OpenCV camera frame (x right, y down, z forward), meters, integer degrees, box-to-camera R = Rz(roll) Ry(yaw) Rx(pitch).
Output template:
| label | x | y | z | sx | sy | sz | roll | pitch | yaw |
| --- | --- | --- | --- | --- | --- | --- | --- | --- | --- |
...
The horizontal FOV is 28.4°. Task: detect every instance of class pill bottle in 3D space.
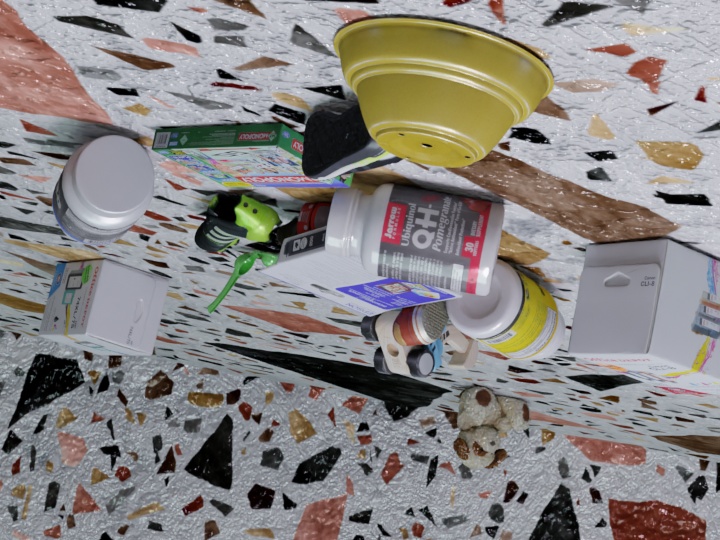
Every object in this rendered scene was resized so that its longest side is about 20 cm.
| label | x | y | z | sx | sy | sz | roll | pitch | yaw |
| --- | --- | --- | --- | --- | --- | --- | --- | --- | --- |
| pill bottle | 0.210 | 0.061 | 1.992 | 0.112 | 0.113 | 0.200 | 4 | 166 | 33 |
| pill bottle | 0.063 | -0.041 | 1.668 | 0.199 | 0.111 | 0.111 | 11 | 168 | 6 |
| pill bottle | -0.319 | -0.100 | 1.768 | 0.113 | 0.114 | 0.200 | 15 | 167 | -15 |

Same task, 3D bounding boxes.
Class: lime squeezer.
| label | x | y | z | sx | sy | sz | roll | pitch | yaw |
| --- | --- | --- | --- | --- | --- | --- | --- | --- | --- |
| lime squeezer | -0.152 | -0.002 | 2.198 | 0.199 | 0.071 | 0.038 | -20 | 145 | 6 |

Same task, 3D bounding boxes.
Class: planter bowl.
| label | x | y | z | sx | sy | sz | roll | pitch | yaw |
| --- | --- | --- | --- | --- | --- | --- | --- | --- | --- |
| planter bowl | 0.065 | -0.144 | 1.254 | 0.199 | 0.084 | 0.200 | 11 | 169 | 2 |

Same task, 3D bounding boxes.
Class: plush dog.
| label | x | y | z | sx | sy | sz | roll | pitch | yaw |
| --- | --- | --- | --- | --- | --- | --- | --- | --- | --- |
| plush dog | 0.263 | 0.357 | 3.180 | 0.199 | 0.173 | 0.160 | 21 | 166 | -40 |

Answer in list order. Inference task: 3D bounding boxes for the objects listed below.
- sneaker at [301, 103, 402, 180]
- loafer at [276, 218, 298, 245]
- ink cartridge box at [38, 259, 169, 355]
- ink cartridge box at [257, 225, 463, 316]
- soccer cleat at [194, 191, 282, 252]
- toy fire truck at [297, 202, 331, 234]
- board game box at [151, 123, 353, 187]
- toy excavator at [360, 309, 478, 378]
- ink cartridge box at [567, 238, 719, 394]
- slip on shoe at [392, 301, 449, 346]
| label | x | y | z | sx | sy | sz | roll | pitch | yaw |
| --- | --- | --- | --- | --- | --- | --- | --- | --- | --- |
| sneaker | 0.008 | -0.124 | 1.429 | 0.082 | 0.072 | 0.200 | 8 | 176 | -28 |
| loafer | -0.039 | -0.029 | 1.962 | 0.071 | 0.073 | 0.200 | 14 | 168 | 44 |
| ink cartridge box | -0.479 | 0.071 | 2.655 | 0.146 | 0.147 | 0.200 | 21 | 164 | -35 |
| ink cartridge box | 0.000 | 0.000 | 1.849 | 0.198 | 0.044 | 0.200 | 23 | 157 | -33 |
| soccer cleat | -0.181 | -0.070 | 1.925 | 0.081 | 0.068 | 0.200 | 38 | 157 | -25 |
| toy fire truck | 0.028 | -0.038 | 1.871 | 0.141 | 0.049 | 0.200 | 0 | 162 | 40 |
| board game box | -0.125 | -0.131 | 1.642 | 0.199 | 0.029 | 0.134 | 2 | 164 | 39 |
| toy excavator | 0.117 | 0.116 | 2.404 | 0.100 | 0.200 | 0.195 | 2 | 121 | 42 |
| ink cartridge box | 0.379 | 0.060 | 1.741 | 0.199 | 0.145 | 0.145 | 20 | 166 | -31 |
| slip on shoe | 0.097 | 0.048 | 1.974 | 0.061 | 0.074 | 0.200 | -18 | -164 | 29 |
